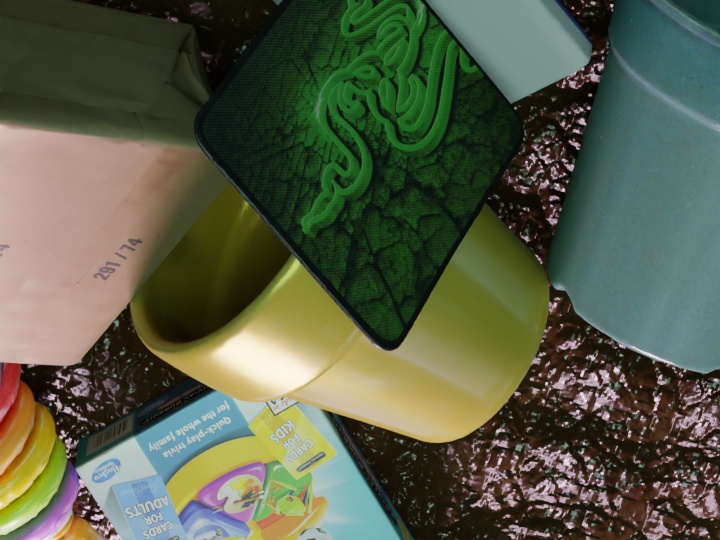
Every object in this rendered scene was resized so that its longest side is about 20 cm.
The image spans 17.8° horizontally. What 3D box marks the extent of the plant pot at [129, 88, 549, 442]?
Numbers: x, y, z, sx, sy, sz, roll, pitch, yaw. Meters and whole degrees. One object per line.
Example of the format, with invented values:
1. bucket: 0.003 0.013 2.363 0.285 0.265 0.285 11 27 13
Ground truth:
1. plant pot: 0.000 0.000 1.318 0.188 0.201 0.201 31 105 -29

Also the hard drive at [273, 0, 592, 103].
1. hard drive: 0.020 -0.163 1.292 0.131 0.025 0.200 -24 125 32

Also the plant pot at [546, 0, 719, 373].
1. plant pot: 0.205 -0.061 1.308 0.198 0.201 0.197 17 115 -9

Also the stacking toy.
1. stacking toy: -0.211 0.126 1.399 0.109 0.116 0.200 -30 122 13

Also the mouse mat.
1. mouse mat: 0.005 -0.074 1.208 0.008 0.201 0.161 -25 114 43

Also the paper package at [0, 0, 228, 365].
1. paper package: -0.193 -0.047 1.260 0.190 0.104 0.200 6 137 -42

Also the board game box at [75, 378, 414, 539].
1. board game box: -0.061 0.158 1.434 0.150 0.047 0.201 -29 108 7
